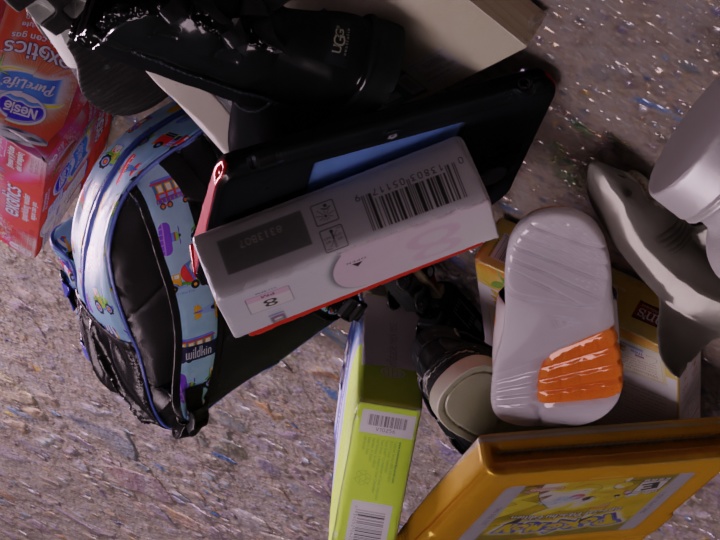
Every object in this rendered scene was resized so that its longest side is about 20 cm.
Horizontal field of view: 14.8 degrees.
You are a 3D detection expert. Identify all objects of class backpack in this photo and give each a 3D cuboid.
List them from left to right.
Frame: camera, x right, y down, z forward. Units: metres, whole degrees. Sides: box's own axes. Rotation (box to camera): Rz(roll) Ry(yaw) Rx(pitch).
[{"bbox_3d":[-0.110,-0.023,1.788,0.135,0.183,0.200,36,153,42],"label":"backpack"}]

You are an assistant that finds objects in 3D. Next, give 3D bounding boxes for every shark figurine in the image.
[{"bbox_3d":[0.215,0.028,1.568,0.214,0.090,0.128,26,160,19],"label":"shark figurine"}]

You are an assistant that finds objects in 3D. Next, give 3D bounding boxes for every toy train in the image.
[{"bbox_3d":[0.029,-0.003,1.814,0.034,0.046,0.200,5,150,38],"label":"toy train"}]

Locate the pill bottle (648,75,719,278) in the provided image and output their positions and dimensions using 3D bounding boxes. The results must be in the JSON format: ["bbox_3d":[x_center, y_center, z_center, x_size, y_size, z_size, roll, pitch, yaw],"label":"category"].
[{"bbox_3d":[0.248,-0.015,1.386,0.200,0.112,0.112,35,159,-10],"label":"pill bottle"}]

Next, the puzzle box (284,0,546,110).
[{"bbox_3d":[0.004,-0.151,1.541,0.133,0.025,0.200,37,159,-15],"label":"puzzle box"}]

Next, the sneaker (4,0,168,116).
[{"bbox_3d":[-0.171,-0.173,1.687,0.089,0.074,0.200,59,-177,37],"label":"sneaker"}]

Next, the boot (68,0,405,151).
[{"bbox_3d":[-0.082,-0.116,1.541,0.162,0.073,0.198,17,158,-19],"label":"boot"}]

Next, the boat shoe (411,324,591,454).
[{"bbox_3d":[0.089,0.091,1.804,0.199,0.075,0.066,34,-167,-51],"label":"boat shoe"}]

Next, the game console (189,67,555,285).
[{"bbox_3d":[0.004,-0.050,1.577,0.177,0.200,0.031,119,132,-70],"label":"game console"}]

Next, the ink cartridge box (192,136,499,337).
[{"bbox_3d":[0.000,0.000,1.607,0.200,0.162,0.057,69,180,-67],"label":"ink cartridge box"}]

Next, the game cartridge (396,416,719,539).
[{"bbox_3d":[0.129,0.148,1.789,0.176,0.032,0.200,-3,155,-18],"label":"game cartridge"}]

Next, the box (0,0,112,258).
[{"bbox_3d":[-0.230,-0.099,1.878,0.095,0.100,0.200,31,160,2],"label":"box"}]

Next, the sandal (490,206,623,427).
[{"bbox_3d":[0.119,0.018,1.647,0.079,0.059,0.207,2,140,2],"label":"sandal"}]

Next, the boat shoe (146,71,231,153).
[{"bbox_3d":[-0.086,-0.128,1.666,0.200,0.072,0.069,48,-176,-22],"label":"boat shoe"}]

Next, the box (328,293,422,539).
[{"bbox_3d":[0.009,0.102,1.871,0.048,0.122,0.200,9,-158,-3],"label":"box"}]

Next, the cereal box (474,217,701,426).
[{"bbox_3d":[0.148,0.053,1.780,0.144,0.040,0.200,25,159,17],"label":"cereal box"}]
